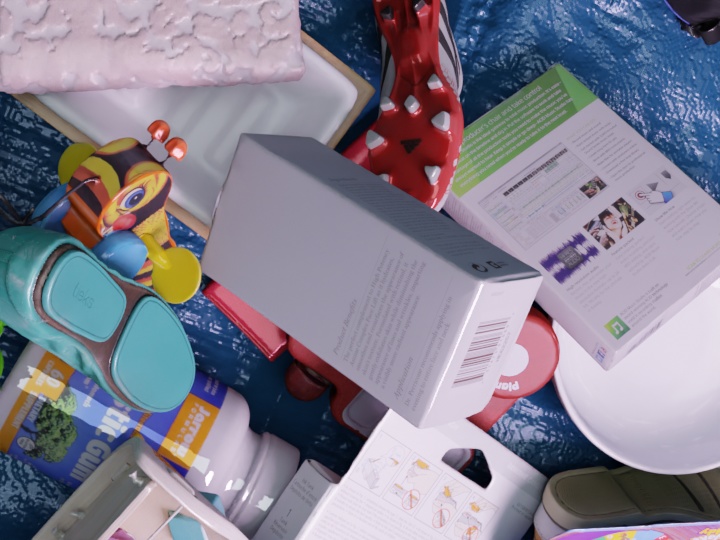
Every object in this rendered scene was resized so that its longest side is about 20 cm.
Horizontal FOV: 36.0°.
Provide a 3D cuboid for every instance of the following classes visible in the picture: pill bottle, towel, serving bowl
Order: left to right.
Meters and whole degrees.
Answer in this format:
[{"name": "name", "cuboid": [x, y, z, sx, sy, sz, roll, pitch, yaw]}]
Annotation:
[{"name": "towel", "cuboid": [-0.140, -0.213, 0.718, 0.199, 0.032, 0.192, -3, 92, -7]}, {"name": "pill bottle", "cuboid": [-0.147, 0.114, 0.771, 0.200, 0.112, 0.112, 29, 88, -8]}, {"name": "serving bowl", "cuboid": [0.231, 0.051, 0.850, 0.199, 0.066, 0.201, 0, 92, -9]}]

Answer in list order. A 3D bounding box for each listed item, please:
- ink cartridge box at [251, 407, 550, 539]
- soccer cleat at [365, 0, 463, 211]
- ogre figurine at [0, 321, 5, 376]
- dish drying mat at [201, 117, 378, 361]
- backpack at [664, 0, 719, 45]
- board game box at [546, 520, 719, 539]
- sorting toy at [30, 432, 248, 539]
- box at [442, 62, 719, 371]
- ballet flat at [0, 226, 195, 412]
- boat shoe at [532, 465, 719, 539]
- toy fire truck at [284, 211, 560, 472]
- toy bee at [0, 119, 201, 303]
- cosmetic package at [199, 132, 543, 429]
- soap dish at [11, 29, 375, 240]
[{"name": "ink cartridge box", "cuboid": [0.031, 0.182, 0.790, 0.200, 0.044, 0.174, 38, 83, -39]}, {"name": "soccer cleat", "cuboid": [0.044, -0.121, 0.780, 0.068, 0.085, 0.201, -12, 67, 21]}, {"name": "ogre figurine", "cuboid": [-0.243, 0.003, 0.672, 0.098, 0.120, 0.200, -24, 61, -24]}, {"name": "dish drying mat", "cuboid": [-0.022, -0.028, 0.832, 0.200, 0.018, 0.077, -45, 99, -4]}, {"name": "backpack", "cuboid": [0.288, -0.304, 0.805, 0.200, 0.147, 0.183, -45, 100, -7]}, {"name": "board game box", "cuboid": [0.199, 0.241, 0.812, 0.199, 0.158, 0.039, -2, 49, -7]}, {"name": "sorting toy", "cuboid": [-0.123, 0.216, 0.685, 0.180, 0.107, 0.200, 42, 101, -10]}, {"name": "box", "cuboid": [0.157, -0.044, 0.792, 0.144, 0.036, 0.200, -35, 69, -19]}, {"name": "ballet flat", "cuboid": [-0.161, 0.026, 0.654, 0.070, 0.200, 0.067, 20, 72, 22]}, {"name": "boat shoe", "cuboid": [0.222, 0.192, 0.856, 0.199, 0.075, 0.069, 4, 123, -19]}, {"name": "toy fire truck", "cuboid": [0.034, 0.053, 0.799, 0.200, 0.112, 0.168, 35, 106, -18]}, {"name": "toy bee", "cuboid": [-0.146, -0.036, 0.698, 0.109, 0.200, 0.131, -41, 93, -8]}, {"name": "cosmetic package", "cuboid": [0.000, 0.000, 0.681, 0.200, 0.074, 0.102, 35, 114, 32]}, {"name": "soap dish", "cuboid": [-0.115, -0.124, 0.782, 0.200, 0.081, 0.158, 37, 86, -8]}]
